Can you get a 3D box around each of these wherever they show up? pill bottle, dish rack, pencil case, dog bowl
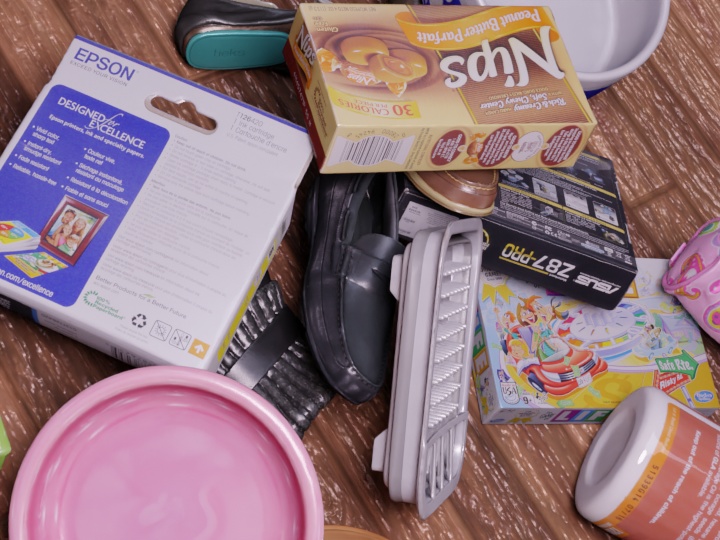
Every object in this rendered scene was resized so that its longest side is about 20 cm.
[{"bbox_3d":[0.270,0.181,1.210,0.199,0.112,0.112,30,55,-6],"label":"pill bottle"},{"bbox_3d":[0.047,0.062,1.129,0.043,0.172,0.201,7,94,13],"label":"dish rack"},{"bbox_3d":[0.335,0.049,1.308,0.200,0.087,0.088,43,53,-14],"label":"pencil case"},{"bbox_3d":[0.152,-0.235,1.329,0.199,0.079,0.201,8,71,-24],"label":"dog bowl"}]

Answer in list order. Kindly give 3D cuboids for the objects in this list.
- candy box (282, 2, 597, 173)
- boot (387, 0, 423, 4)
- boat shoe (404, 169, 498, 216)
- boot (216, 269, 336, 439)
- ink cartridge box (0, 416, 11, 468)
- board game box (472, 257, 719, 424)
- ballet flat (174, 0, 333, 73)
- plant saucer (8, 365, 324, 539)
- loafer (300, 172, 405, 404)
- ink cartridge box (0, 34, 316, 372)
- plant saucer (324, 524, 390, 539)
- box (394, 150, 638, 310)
[{"bbox_3d":[0.056,-0.131,1.148,0.199,0.055,0.116,-2,56,-22],"label":"candy box"},{"bbox_3d":[0.108,-0.198,1.390,0.199,0.075,0.097,4,83,-27],"label":"boot"},{"bbox_3d":[0.065,-0.118,1.219,0.072,0.068,0.200,12,35,-19],"label":"boat shoe"},{"bbox_3d":[-0.066,0.019,1.168,0.157,0.079,0.212,30,66,2],"label":"boot"},{"bbox_3d":[-0.341,0.087,1.012,0.199,0.076,0.148,-13,69,-30],"label":"ink cartridge box"},{"bbox_3d":[0.180,0.054,1.287,0.199,0.034,0.135,2,62,-23],"label":"board game box"},{"bbox_3d":[-0.052,-0.192,1.304,0.199,0.068,0.069,7,47,-20],"label":"ballet flat"},{"bbox_3d":[-0.123,0.162,1.041,0.199,0.051,0.202,0,87,-3],"label":"plant saucer"},{"bbox_3d":[0.000,0.000,1.138,0.068,0.070,0.201,39,36,-40],"label":"loafer"},{"bbox_3d":[-0.154,-0.041,1.113,0.197,0.047,0.201,23,63,7],"label":"ink cartridge box"},{"bbox_3d":[-0.008,0.264,1.087,0.199,0.037,0.201,11,59,-19],"label":"plant saucer"},{"bbox_3d":[0.114,-0.061,1.279,0.199,0.049,0.162,18,36,-14],"label":"box"}]
